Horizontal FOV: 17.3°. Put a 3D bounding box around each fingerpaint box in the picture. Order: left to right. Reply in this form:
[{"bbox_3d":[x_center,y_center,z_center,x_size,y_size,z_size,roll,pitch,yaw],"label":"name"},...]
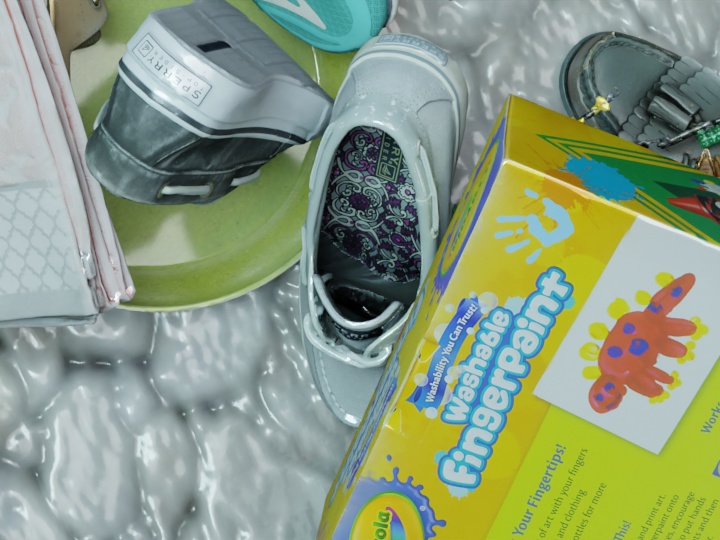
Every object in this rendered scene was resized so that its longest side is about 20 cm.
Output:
[{"bbox_3d":[0.093,0.057,0.921,0.166,0.073,0.201,21,115,-4],"label":"fingerpaint box"}]

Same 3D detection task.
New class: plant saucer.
[{"bbox_3d":[-0.092,-0.081,1.028,0.199,0.031,0.201,2,85,-17],"label":"plant saucer"}]

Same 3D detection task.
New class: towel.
[{"bbox_3d":[-0.200,-0.060,0.901,0.032,0.199,0.192,-51,131,-55],"label":"towel"}]

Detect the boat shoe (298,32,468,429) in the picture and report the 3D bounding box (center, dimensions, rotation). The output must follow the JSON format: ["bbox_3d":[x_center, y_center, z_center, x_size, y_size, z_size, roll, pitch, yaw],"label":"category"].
[{"bbox_3d":[0.001,0.000,0.973,0.070,0.201,0.072,16,41,12],"label":"boat shoe"}]

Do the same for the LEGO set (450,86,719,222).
[{"bbox_3d":[0.135,-0.008,1.002,0.199,0.116,0.154,-13,86,15],"label":"LEGO set"}]

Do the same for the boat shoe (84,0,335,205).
[{"bbox_3d":[-0.065,-0.063,0.934,0.072,0.200,0.071,42,101,9],"label":"boat shoe"}]

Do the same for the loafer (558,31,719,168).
[{"bbox_3d":[0.180,-0.041,1.087,0.200,0.063,0.072,42,75,-9],"label":"loafer"}]

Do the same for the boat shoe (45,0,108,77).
[{"bbox_3d":[-0.140,-0.106,0.969,0.064,0.071,0.201,4,92,-22],"label":"boat shoe"}]

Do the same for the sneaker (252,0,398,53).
[{"bbox_3d":[-0.067,-0.151,0.964,0.200,0.077,0.080,40,44,-26],"label":"sneaker"}]
